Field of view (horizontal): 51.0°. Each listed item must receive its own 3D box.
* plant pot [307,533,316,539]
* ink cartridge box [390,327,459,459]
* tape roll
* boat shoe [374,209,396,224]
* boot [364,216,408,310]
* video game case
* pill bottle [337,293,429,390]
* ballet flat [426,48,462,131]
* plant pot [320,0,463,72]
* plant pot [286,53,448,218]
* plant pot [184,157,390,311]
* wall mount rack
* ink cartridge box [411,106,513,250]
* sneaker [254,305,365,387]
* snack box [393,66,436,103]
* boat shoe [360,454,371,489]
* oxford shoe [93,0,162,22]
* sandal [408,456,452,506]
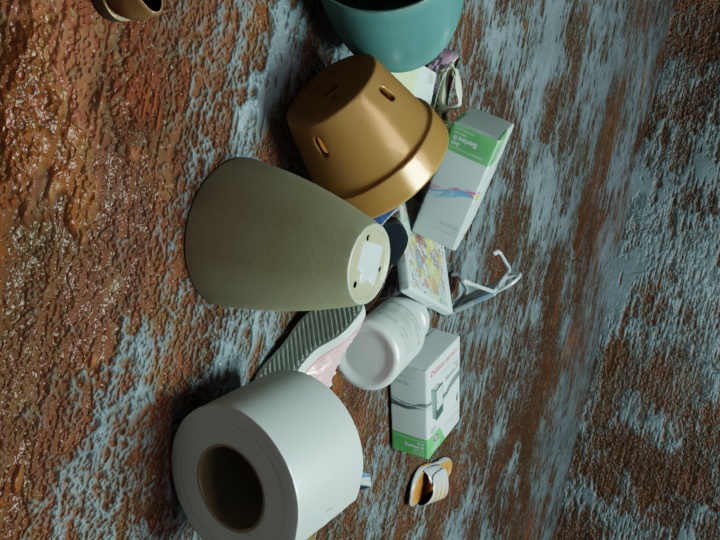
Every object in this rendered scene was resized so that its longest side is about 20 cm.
[{"bbox_3d":[-0.127,0.404,1.147,0.200,0.027,0.202,-30,125,-53],"label":"plant pot"},{"bbox_3d":[0.125,0.232,1.450,0.146,0.083,0.202,-37,131,-49],"label":"ink cartridge box"},{"bbox_3d":[-0.115,0.239,0.930,0.139,0.201,0.205,-18,117,-55],"label":"tape roll"},{"bbox_3d":[-0.013,-0.076,1.072,0.200,0.072,0.072,-42,127,-1],"label":"boat shoe"},{"bbox_3d":[0.000,0.000,1.149,0.200,0.074,0.097,-50,-166,12],"label":"boot"},{"bbox_3d":[0.106,-0.031,1.303,0.200,0.023,0.184,28,53,-59],"label":"video game case"},{"bbox_3d":[0.042,0.105,1.220,0.200,0.113,0.116,-31,128,-64],"label":"pill bottle"},{"bbox_3d":[0.135,-0.273,1.279,0.069,0.070,0.203,-11,111,-60],"label":"ballet flat"},{"bbox_3d":[0.045,-0.357,0.981,0.161,0.199,0.202,67,45,-63],"label":"plant pot"},{"bbox_3d":[-0.003,-0.183,0.982,0.140,0.199,0.201,51,56,-34],"label":"plant pot"},{"bbox_3d":[-0.071,-0.029,0.898,0.187,0.198,0.190,-29,126,-52],"label":"plant pot"},{"bbox_3d":[0.205,0.034,1.459,0.075,0.199,0.174,56,39,-4],"label":"wall mount rack"},{"bbox_3d":[0.170,-0.155,1.256,0.145,0.087,0.202,-48,159,-61],"label":"ink cartridge box"},{"bbox_3d":[-0.062,0.131,1.089,0.200,0.075,0.105,-45,139,-22],"label":"sneaker"},{"bbox_3d":[0.052,-0.274,1.171,0.199,0.037,0.118,4,98,-60],"label":"snack box"},{"bbox_3d":[-0.032,0.316,1.231,0.200,0.071,0.073,64,17,-68],"label":"boat shoe"},{"bbox_3d":[-0.213,-0.326,0.668,0.071,0.071,0.202,-41,133,-43],"label":"oxford shoe"},{"bbox_3d":[0.170,0.456,1.640,0.206,0.059,0.080,-9,109,-58],"label":"sandal"}]
